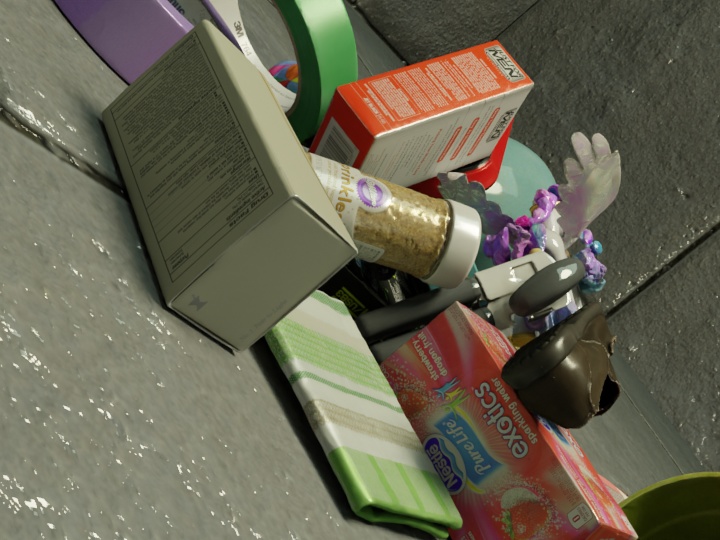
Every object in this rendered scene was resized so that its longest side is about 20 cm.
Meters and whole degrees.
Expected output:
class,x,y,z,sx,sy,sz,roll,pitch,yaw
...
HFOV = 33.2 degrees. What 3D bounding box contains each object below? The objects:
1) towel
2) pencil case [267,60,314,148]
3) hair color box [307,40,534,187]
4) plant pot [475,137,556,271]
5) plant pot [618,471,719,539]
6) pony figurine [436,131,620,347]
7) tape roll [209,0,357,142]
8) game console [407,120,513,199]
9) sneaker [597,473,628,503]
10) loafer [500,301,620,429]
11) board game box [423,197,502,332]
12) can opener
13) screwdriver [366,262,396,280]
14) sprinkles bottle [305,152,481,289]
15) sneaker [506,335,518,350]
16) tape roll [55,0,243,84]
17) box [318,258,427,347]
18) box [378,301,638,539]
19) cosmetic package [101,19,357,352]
class,x,y,z,sx,sy,sz,roll,pitch,yaw
towel,-0.014,0.087,0.812,0.149,0.031,0.201,29,26,-56
pencil case,-0.027,-0.153,1.206,0.088,0.089,0.199,41,-6,-40
hair color box,0.052,-0.129,1.070,0.199,0.102,0.061,-22,65,-37
plant pot,0.100,-0.068,1.301,0.134,0.200,0.201,24,28,-58
plant pot,0.286,0.301,0.950,0.194,0.199,0.201,58,6,-29
pony figurine,0.166,-0.018,1.111,0.193,0.164,0.203,55,32,-58
tape roll,-0.086,-0.215,1.102,0.200,0.048,0.202,36,-38,33
game console,0.052,-0.124,1.237,0.177,0.197,0.031,-65,148,-54
sneaker,0.221,0.246,1.095,0.087,0.074,0.201,39,17,-40
loafer,0.152,0.077,0.882,0.072,0.073,0.200,57,21,6
board game box,0.091,0.025,1.144,0.200,0.046,0.152,-110,176,-66
can opener,0.090,0.026,0.975,0.054,0.198,0.067,65,-24,16
screwdriver,0.012,-0.048,1.072,0.028,0.029,0.201,44,20,-24
sprinkles bottle,-0.006,-0.044,0.936,0.198,0.069,0.068,17,23,-18
sneaker,0.148,0.141,1.175,0.091,0.074,0.200,56,15,-18
tape roll,-0.183,-0.222,1.011,0.200,0.065,0.200,49,12,-14
box,0.000,0.000,1.079,0.193,0.047,0.201,41,16,-33
box,0.099,0.138,0.894,0.094,0.102,0.201,31,24,-55
cosmetic package,-0.089,-0.059,0.771,0.073,0.103,0.201,39,17,-45
